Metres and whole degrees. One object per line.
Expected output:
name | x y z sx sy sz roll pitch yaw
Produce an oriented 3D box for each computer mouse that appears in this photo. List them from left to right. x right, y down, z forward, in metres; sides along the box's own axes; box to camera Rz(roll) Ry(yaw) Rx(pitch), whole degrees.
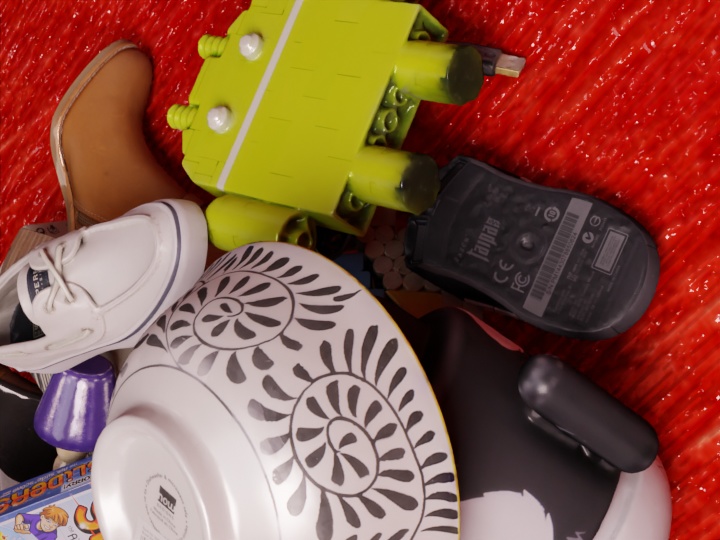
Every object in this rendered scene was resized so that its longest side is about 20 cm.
computer mouse | 0.077 -0.045 0.777 0.198 0.046 0.142 17 80 24

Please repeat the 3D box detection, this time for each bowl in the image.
bowl | -0.059 0.094 0.650 0.200 0.094 0.203 17 113 44

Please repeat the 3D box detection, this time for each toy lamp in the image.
toy lamp | -0.190 0.148 0.938 0.058 0.058 0.202 30 119 34

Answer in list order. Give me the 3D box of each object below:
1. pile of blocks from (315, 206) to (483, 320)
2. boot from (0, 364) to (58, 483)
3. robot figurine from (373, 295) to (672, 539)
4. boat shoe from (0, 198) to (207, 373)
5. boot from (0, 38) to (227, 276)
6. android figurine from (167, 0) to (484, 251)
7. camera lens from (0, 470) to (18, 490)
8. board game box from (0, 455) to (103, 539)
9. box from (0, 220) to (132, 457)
pile of blocks | 0.000 0.000 0.829 0.200 0.082 0.062 52 165 27
boot | -0.282 0.061 1.063 0.069 0.187 0.200 -57 35 17
robot figurine | 0.060 0.100 0.718 0.126 0.199 0.150 -57 13 -5
boat shoe | -0.164 0.010 0.827 0.199 0.065 0.073 -21 70 45
boot | -0.132 -0.045 0.935 0.154 0.077 0.202 15 70 18
android figurine | -0.029 -0.091 0.793 0.199 0.041 0.184 18 81 41
camera lens | -0.357 0.159 1.077 0.159 0.199 0.162 6 100 40
board game box | -0.165 0.217 0.922 0.134 0.035 0.202 -21 115 2
box | -0.172 0.062 0.990 0.200 0.068 0.082 51 125 25
